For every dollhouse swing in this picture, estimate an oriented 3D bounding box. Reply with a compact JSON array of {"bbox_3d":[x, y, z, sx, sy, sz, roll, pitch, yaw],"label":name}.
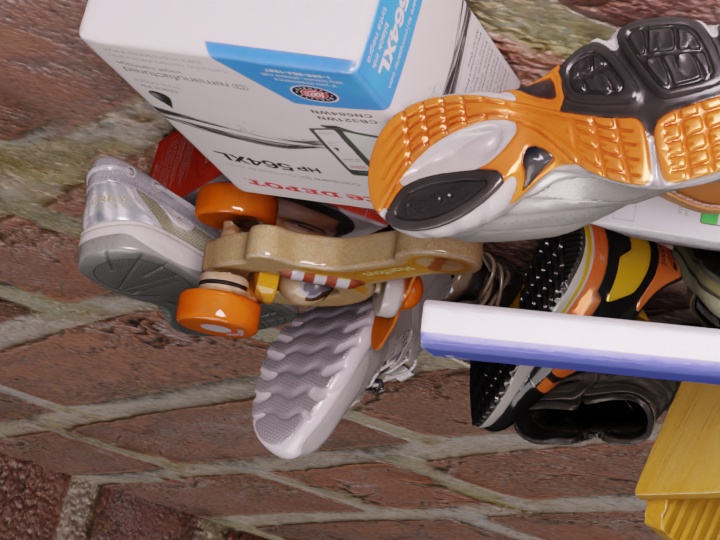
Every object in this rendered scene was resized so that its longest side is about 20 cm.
[{"bbox_3d":[0.317,0.129,1.534,0.175,0.183,0.200,20,170,29],"label":"dollhouse swing"}]

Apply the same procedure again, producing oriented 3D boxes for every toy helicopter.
[{"bbox_3d":[0.000,0.000,1.267,0.132,0.079,0.199,20,162,-36],"label":"toy helicopter"}]

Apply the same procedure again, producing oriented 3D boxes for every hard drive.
[{"bbox_3d":[0.135,0.041,1.230,0.199,0.026,0.132,6,176,5],"label":"hard drive"}]

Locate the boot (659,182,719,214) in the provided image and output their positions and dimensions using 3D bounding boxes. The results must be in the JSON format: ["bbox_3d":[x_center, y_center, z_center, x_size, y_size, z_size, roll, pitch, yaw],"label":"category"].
[{"bbox_3d":[0.204,-0.072,1.025,0.199,0.077,0.155,25,160,4],"label":"boot"}]

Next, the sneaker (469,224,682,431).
[{"bbox_3d":[0.134,0.045,1.457,0.089,0.070,0.200,11,141,-14],"label":"sneaker"}]

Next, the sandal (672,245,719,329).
[{"bbox_3d":[0.209,0.014,1.270,0.079,0.058,0.201,3,-168,9],"label":"sandal"}]

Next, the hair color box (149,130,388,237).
[{"bbox_3d":[-0.056,-0.053,1.392,0.101,0.062,0.200,20,165,-17],"label":"hair color box"}]

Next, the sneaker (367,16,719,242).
[{"bbox_3d":[0.108,-0.057,1.035,0.199,0.076,0.092,-10,165,25],"label":"sneaker"}]

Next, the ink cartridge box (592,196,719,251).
[{"bbox_3d":[0.215,-0.031,1.172,0.199,0.051,0.109,9,180,22],"label":"ink cartridge box"}]

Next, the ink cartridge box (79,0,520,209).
[{"bbox_3d":[-0.023,-0.100,1.118,0.145,0.085,0.200,9,164,23],"label":"ink cartridge box"}]

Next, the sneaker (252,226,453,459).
[{"bbox_3d":[0.008,0.046,1.411,0.074,0.200,0.082,-4,130,43],"label":"sneaker"}]

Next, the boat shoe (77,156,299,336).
[{"bbox_3d":[-0.100,-0.008,1.386,0.074,0.065,0.202,-14,158,28],"label":"boat shoe"}]

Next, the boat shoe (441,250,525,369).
[{"bbox_3d":[0.062,0.018,1.524,0.199,0.075,0.073,16,167,-7],"label":"boat shoe"}]

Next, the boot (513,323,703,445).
[{"bbox_3d":[0.141,0.080,1.578,0.199,0.068,0.130,-8,-168,43],"label":"boot"}]
